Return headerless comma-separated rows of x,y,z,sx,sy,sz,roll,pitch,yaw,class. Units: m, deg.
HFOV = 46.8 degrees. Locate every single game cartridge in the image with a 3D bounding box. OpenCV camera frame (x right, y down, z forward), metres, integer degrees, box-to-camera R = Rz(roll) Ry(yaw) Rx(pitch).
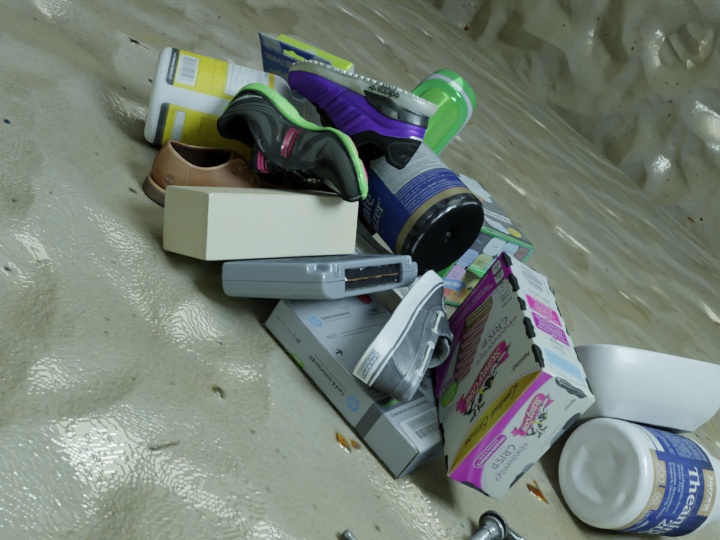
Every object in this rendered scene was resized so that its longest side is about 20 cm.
-0.041,0.004,0.836,0.132,0.042,0.199,-4,2,29,game cartridge

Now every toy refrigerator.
-0.098,-0.047,0.856,0.075,0.071,0.199,12,11,42,toy refrigerator

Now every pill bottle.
0.044,-0.099,0.965,0.111,0.112,0.200,5,39,-50,pill bottle
-0.148,-0.184,0.985,0.198,0.113,0.112,12,30,-15,pill bottle
0.318,0.229,0.905,0.199,0.111,0.111,18,29,-36,pill bottle

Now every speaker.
0.067,-0.174,1.106,0.088,0.200,0.089,37,-18,14,speaker

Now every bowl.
0.295,0.144,0.962,0.198,0.200,0.076,13,73,-18,bowl

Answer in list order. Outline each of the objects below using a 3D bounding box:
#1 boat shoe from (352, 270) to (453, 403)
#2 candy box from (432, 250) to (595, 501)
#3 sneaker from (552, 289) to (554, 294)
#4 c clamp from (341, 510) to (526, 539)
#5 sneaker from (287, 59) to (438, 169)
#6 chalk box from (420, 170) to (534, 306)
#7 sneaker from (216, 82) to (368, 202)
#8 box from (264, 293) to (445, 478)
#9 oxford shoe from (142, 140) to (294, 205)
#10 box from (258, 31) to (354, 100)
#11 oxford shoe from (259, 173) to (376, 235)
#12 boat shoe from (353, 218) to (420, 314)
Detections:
0.057,0.064,0.808,0.067,0.072,0.200,35,26,4,boat shoe
0.131,0.091,0.778,0.061,0.137,0.201,28,25,-17,candy box
0.176,0.063,1.025,0.079,0.075,0.200,34,41,22,sneaker
0.099,0.250,0.676,0.171,0.027,0.199,48,27,25,c clamp
-0.015,-0.164,0.911,0.199,0.101,0.069,26,13,35,sneaker
0.139,-0.030,1.129,0.124,0.124,0.201,16,31,-40,chalk box
-0.072,-0.120,0.874,0.199,0.077,0.084,34,63,26,sneaker
0.019,0.100,0.828,0.200,0.041,0.155,47,25,20,box
-0.132,-0.094,0.918,0.198,0.072,0.072,11,33,-33,oxford shoe
-0.064,-0.210,1.074,0.121,0.201,0.048,27,54,25,box
-0.064,-0.099,1.058,0.199,0.073,0.084,33,29,17,oxford shoe
0.000,0.000,0.971,0.070,0.071,0.200,-30,70,-35,boat shoe
